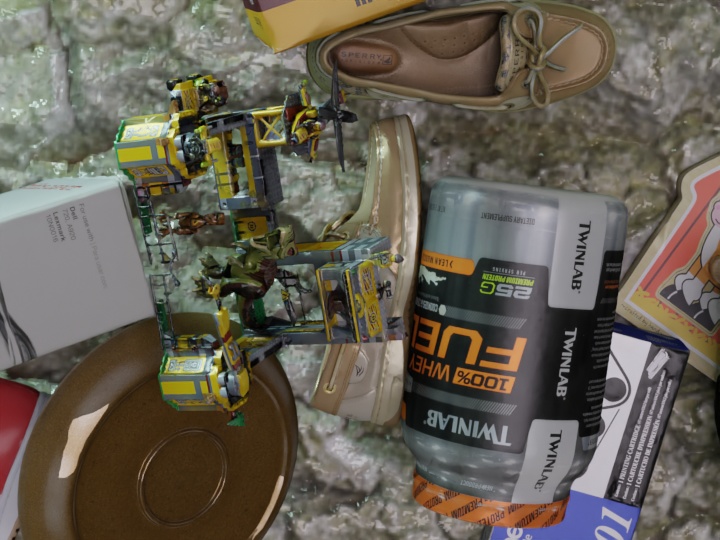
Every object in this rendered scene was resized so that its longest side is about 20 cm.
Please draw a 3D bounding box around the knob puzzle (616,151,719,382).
[{"bbox_3d":[0.296,-0.008,0.914,0.219,0.030,0.220,-1,101,-6],"label":"knob puzzle"}]

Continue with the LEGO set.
[{"bbox_3d":[-0.044,-0.017,0.764,0.116,0.154,0.201,-3,95,27],"label":"LEGO set"}]

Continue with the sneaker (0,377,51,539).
[{"bbox_3d":[-0.275,0.154,0.855,0.112,0.071,0.200,24,90,-15],"label":"sneaker"}]

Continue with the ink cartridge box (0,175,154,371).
[{"bbox_3d":[-0.236,0.014,0.762,0.200,0.146,0.085,-20,103,-26],"label":"ink cartridge box"}]

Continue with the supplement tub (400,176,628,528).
[{"bbox_3d":[0.091,0.047,0.824,0.122,0.123,0.201,6,94,-8],"label":"supplement tub"}]

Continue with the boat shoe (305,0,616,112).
[{"bbox_3d":[0.067,-0.131,0.845,0.199,0.063,0.074,-6,102,-6],"label":"boat shoe"}]

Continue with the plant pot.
[{"bbox_3d":[-0.115,0.125,0.840,0.200,0.027,0.201,-14,112,-36],"label":"plant pot"}]

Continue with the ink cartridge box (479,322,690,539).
[{"bbox_3d":[0.146,0.132,0.910,0.094,0.044,0.201,16,99,0],"label":"ink cartridge box"}]

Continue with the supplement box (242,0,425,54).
[{"bbox_3d":[-0.025,-0.240,0.744,0.132,0.197,0.201,-20,103,-3],"label":"supplement box"}]

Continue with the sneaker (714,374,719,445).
[{"bbox_3d":[0.282,0.083,0.880,0.090,0.078,0.200,0,122,6],"label":"sneaker"}]

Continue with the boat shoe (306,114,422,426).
[{"bbox_3d":[0.000,0.000,0.857,0.069,0.074,0.201,4,96,-3],"label":"boat shoe"}]
